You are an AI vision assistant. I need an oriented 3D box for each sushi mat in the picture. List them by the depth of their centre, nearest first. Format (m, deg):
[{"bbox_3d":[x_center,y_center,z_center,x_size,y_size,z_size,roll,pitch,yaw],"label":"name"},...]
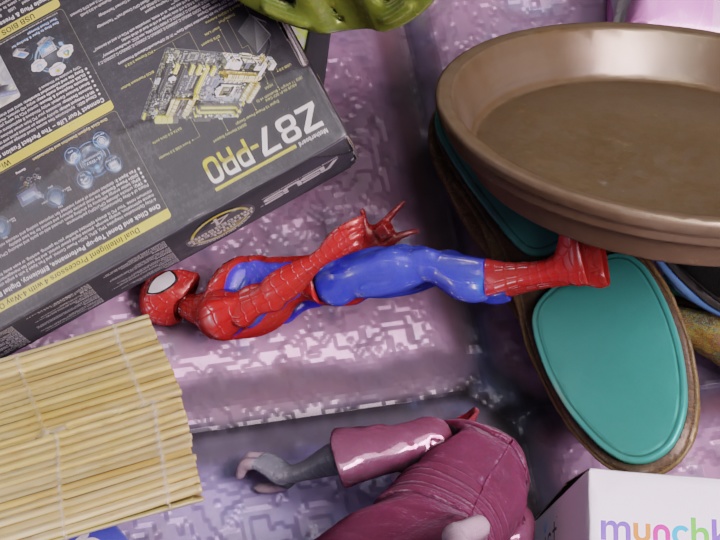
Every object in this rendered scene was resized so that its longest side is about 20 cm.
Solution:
[{"bbox_3d":[-0.165,0.080,1.023,0.199,0.012,0.096,-16,48,-4],"label":"sushi mat"}]

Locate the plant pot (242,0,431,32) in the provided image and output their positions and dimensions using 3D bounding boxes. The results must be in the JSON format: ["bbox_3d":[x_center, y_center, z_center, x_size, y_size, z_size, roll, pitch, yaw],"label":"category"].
[{"bbox_3d":[0.007,-0.203,1.030,0.199,0.200,0.191,27,55,-2],"label":"plant pot"}]

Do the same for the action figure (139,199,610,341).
[{"bbox_3d":[0.000,0.000,1.079,0.199,0.065,0.052,-11,90,17],"label":"action figure"}]

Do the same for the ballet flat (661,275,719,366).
[{"bbox_3d":[0.220,0.034,1.148,0.198,0.071,0.071,-2,70,-11],"label":"ballet flat"}]

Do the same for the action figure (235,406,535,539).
[{"bbox_3d":[0.026,0.101,1.027,0.134,0.149,0.200,39,34,-5],"label":"action figure"}]

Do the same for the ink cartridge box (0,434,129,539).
[{"bbox_3d":[-0.101,0.172,1.027,0.094,0.044,0.200,-40,81,-24],"label":"ink cartridge box"}]

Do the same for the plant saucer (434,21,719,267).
[{"bbox_3d":[0.128,-0.052,1.051,0.198,0.030,0.200,5,27,-3],"label":"plant saucer"}]

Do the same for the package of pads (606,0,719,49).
[{"bbox_3d":[0.209,-0.131,1.198,0.198,0.076,0.121,8,70,-10],"label":"package of pads"}]

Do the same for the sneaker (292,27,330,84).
[{"bbox_3d":[-0.053,-0.127,1.139,0.082,0.072,0.201,10,67,-7],"label":"sneaker"}]

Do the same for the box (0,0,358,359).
[{"bbox_3d":[-0.124,-0.071,1.081,0.199,0.049,0.162,-29,75,-1],"label":"box"}]

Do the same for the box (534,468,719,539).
[{"bbox_3d":[0.175,0.183,1.059,0.198,0.097,0.178,6,70,-9],"label":"box"}]

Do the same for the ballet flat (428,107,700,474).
[{"bbox_3d":[0.090,0.008,1.116,0.068,0.072,0.201,-31,66,0],"label":"ballet flat"}]

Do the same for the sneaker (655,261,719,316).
[{"bbox_3d":[0.202,-0.001,1.071,0.199,0.083,0.071,33,54,17],"label":"sneaker"}]
